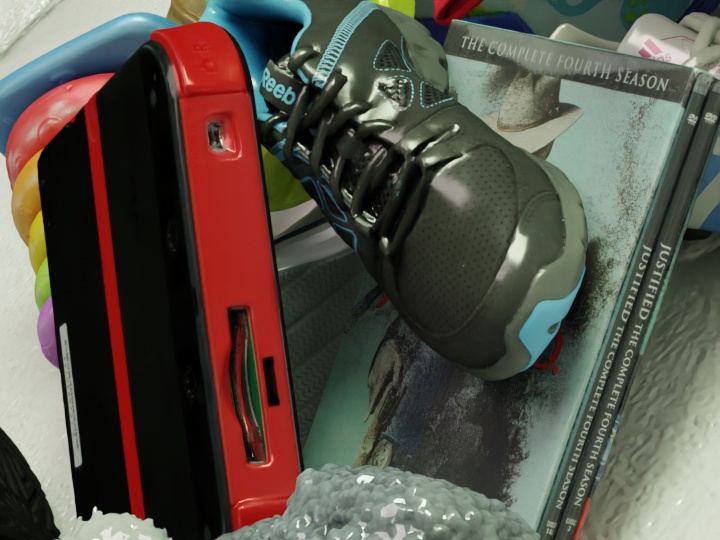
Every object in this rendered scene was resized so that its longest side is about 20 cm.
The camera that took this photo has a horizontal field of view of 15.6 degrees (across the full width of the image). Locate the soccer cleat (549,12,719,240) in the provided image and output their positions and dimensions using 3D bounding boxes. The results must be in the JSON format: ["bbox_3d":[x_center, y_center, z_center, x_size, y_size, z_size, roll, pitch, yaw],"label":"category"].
[{"bbox_3d":[0.132,-0.047,0.868,0.200,0.086,0.070,5,54,52],"label":"soccer cleat"}]

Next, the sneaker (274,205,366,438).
[{"bbox_3d":[0.000,0.000,0.994,0.200,0.073,0.071,-32,21,1],"label":"sneaker"}]

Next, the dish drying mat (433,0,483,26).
[{"bbox_3d":[0.051,-0.184,1.009,0.077,0.018,0.200,-39,34,35],"label":"dish drying mat"}]

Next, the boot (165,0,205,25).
[{"bbox_3d":[-0.021,-0.202,1.159,0.175,0.066,0.200,-87,18,-65],"label":"boot"}]

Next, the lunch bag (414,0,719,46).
[{"bbox_3d":[0.075,-0.146,1.067,0.200,0.082,0.161,6,54,53],"label":"lunch bag"}]

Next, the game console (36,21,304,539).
[{"bbox_3d":[-0.069,0.028,0.915,0.177,0.031,0.201,146,119,-65],"label":"game console"}]

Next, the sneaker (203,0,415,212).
[{"bbox_3d":[-0.023,-0.099,1.015,0.083,0.074,0.200,-29,36,48],"label":"sneaker"}]

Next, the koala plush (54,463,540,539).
[{"bbox_3d":[-0.005,0.132,0.726,0.200,0.177,0.184,30,95,55],"label":"koala plush"}]

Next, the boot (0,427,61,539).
[{"bbox_3d":[-0.185,0.147,1.000,0.158,0.080,0.211,-37,23,1],"label":"boot"}]

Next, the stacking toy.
[{"bbox_3d":[-0.094,0.007,1.076,0.110,0.116,0.200,-26,47,27],"label":"stacking toy"}]

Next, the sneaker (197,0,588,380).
[{"bbox_3d":[0.005,-0.033,0.863,0.073,0.082,0.200,-58,36,15],"label":"sneaker"}]

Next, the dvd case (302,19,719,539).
[{"bbox_3d":[0.042,0.021,0.875,0.146,0.022,0.201,21,91,57],"label":"dvd case"}]
